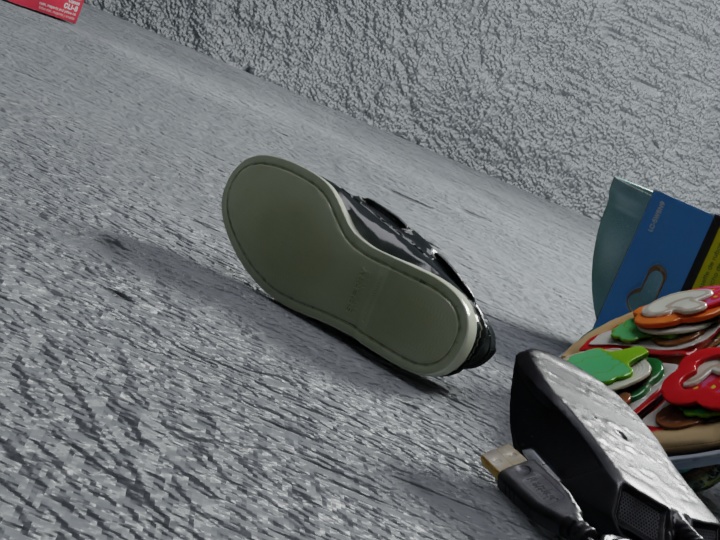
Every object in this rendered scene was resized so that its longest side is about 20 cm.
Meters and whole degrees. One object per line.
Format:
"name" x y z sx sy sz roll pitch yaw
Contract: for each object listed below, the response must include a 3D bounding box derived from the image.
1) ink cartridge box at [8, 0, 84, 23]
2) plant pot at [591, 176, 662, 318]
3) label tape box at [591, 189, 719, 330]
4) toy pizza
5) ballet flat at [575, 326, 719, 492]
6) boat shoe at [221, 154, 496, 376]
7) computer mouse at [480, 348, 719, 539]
"ink cartridge box" -0.463 -0.484 2.182 0.145 0.201 0.144 29 11 35
"plant pot" 0.260 0.029 1.174 0.199 0.135 0.200 23 9 -4
"label tape box" 0.254 0.053 0.969 0.199 0.145 0.063 27 9 21
"toy pizza" 0.179 0.045 0.805 0.199 0.032 0.200 -17 17 5
"ballet flat" 0.179 0.085 0.864 0.074 0.075 0.200 21 12 -15
"boat shoe" 0.001 -0.002 0.876 0.199 0.075 0.066 30 8 34
"computer mouse" 0.089 0.094 0.627 0.140 0.046 0.200 23 19 -35
